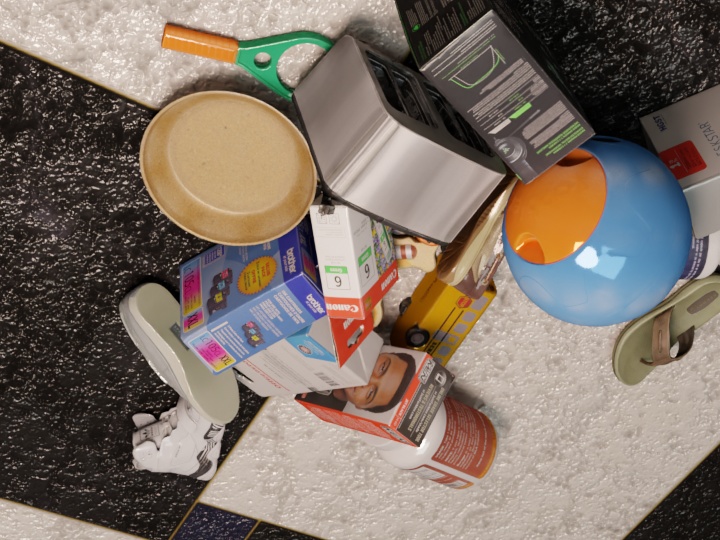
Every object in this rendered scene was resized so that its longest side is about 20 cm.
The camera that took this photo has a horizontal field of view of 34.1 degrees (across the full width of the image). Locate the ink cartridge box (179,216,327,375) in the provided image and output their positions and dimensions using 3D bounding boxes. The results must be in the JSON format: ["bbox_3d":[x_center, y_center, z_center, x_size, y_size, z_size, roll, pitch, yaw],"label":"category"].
[{"bbox_3d":[-0.110,0.012,1.368,0.199,0.137,0.076,-27,129,13],"label":"ink cartridge box"}]

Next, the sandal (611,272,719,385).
[{"bbox_3d":[0.411,0.082,1.550,0.079,0.058,0.201,30,118,-27],"label":"sandal"}]

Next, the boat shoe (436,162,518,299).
[{"bbox_3d":[0.170,-0.057,1.363,0.072,0.072,0.201,33,89,-17],"label":"boat shoe"}]

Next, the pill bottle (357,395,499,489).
[{"bbox_3d":[0.087,0.212,1.541,0.112,0.113,0.199,-38,139,20],"label":"pill bottle"}]

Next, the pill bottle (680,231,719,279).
[{"bbox_3d":[0.367,-0.043,1.412,0.198,0.112,0.112,-2,128,-6],"label":"pill bottle"}]

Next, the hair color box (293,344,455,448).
[{"bbox_3d":[0.014,0.145,1.442,0.061,0.199,0.102,40,69,-32],"label":"hair color box"}]

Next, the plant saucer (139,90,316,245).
[{"bbox_3d":[-0.144,-0.119,1.307,0.198,0.036,0.202,3,127,4],"label":"plant saucer"}]

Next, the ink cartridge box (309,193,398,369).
[{"bbox_3d":[0.000,0.000,1.323,0.050,0.109,0.202,2,115,25],"label":"ink cartridge box"}]

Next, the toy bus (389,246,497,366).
[{"bbox_3d":[0.106,0.045,1.471,0.078,0.065,0.201,19,123,-22],"label":"toy bus"}]

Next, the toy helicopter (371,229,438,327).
[{"bbox_3d":[0.025,-0.022,1.396,0.131,0.079,0.201,24,112,2],"label":"toy helicopter"}]

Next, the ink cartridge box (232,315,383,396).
[{"bbox_3d":[-0.085,0.094,1.449,0.199,0.068,0.116,-12,137,44],"label":"ink cartridge box"}]

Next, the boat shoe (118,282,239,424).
[{"bbox_3d":[-0.224,0.104,1.444,0.071,0.070,0.202,-18,110,51],"label":"boat shoe"}]

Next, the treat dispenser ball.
[{"bbox_3d":[0.251,-0.041,1.252,0.199,0.202,0.202,-4,128,-5],"label":"treat dispenser ball"}]

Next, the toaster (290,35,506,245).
[{"bbox_3d":[0.037,-0.131,1.230,0.180,0.201,0.119,20,124,-34],"label":"toaster"}]

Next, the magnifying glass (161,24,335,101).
[{"bbox_3d":[-0.113,-0.229,1.256,0.198,0.022,0.080,9,126,-17],"label":"magnifying glass"}]

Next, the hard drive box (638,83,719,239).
[{"bbox_3d":[0.436,-0.142,1.317,0.199,0.156,0.077,-24,127,9],"label":"hard drive box"}]

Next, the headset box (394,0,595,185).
[{"bbox_3d":[0.139,-0.211,1.207,0.093,0.175,0.200,-36,126,19],"label":"headset box"}]

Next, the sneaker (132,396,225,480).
[{"bbox_3d":[-0.238,0.200,1.534,0.114,0.075,0.201,3,131,-14],"label":"sneaker"}]
